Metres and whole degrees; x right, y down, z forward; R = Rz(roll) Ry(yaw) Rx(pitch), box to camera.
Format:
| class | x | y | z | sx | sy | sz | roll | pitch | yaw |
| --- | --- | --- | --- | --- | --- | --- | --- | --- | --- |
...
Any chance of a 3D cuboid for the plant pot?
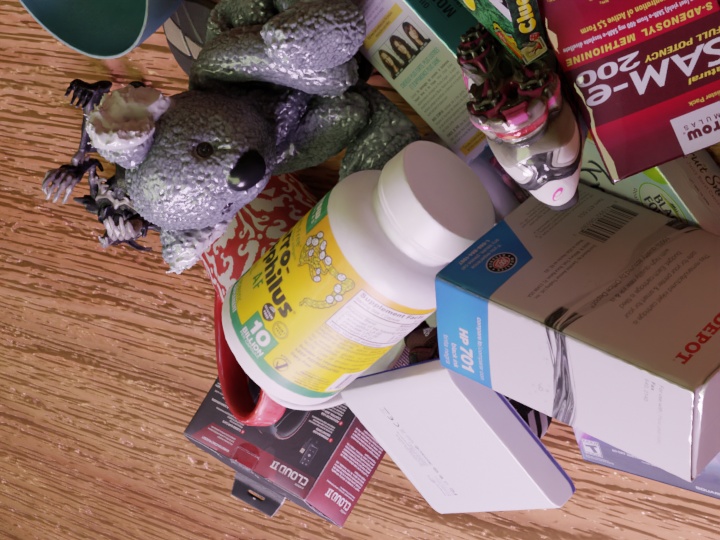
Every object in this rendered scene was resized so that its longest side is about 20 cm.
| class | x | y | z | sx | sy | sz | roll | pitch | yaw |
| --- | --- | --- | --- | --- | --- | --- | --- | --- | --- |
| plant pot | -0.189 | -0.286 | 1.452 | 0.200 | 0.135 | 0.200 | 31 | 141 | 29 |

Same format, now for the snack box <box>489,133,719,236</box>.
| class | x | y | z | sx | sy | sz | roll | pitch | yaw |
| --- | --- | --- | --- | --- | --- | --- | --- | --- | --- |
| snack box | 0.198 | -0.034 | 1.296 | 0.200 | 0.053 | 0.142 | 53 | 145 | -2 |

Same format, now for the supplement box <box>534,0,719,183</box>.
| class | x | y | z | sx | sy | sz | roll | pitch | yaw |
| --- | --- | --- | --- | --- | --- | --- | --- | --- | --- |
| supplement box | 0.169 | -0.168 | 1.160 | 0.109 | 0.061 | 0.200 | -21 | 108 | 18 |

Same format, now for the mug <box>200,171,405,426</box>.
| class | x | y | z | sx | sy | sz | roll | pitch | yaw |
| --- | --- | --- | --- | --- | --- | --- | --- | --- | --- |
| mug | -0.078 | 0.014 | 1.525 | 0.133 | 0.177 | 0.200 | 46 | -174 | -46 |

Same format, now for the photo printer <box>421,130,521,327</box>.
| class | x | y | z | sx | sy | sz | roll | pitch | yaw |
| --- | --- | --- | --- | --- | --- | --- | --- | --- | --- |
| photo printer | 0.093 | -0.012 | 1.425 | 0.200 | 0.069 | 0.166 | 51 | 146 | 1 |

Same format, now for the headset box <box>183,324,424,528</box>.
| class | x | y | z | sx | sy | sz | roll | pitch | yaw |
| --- | --- | --- | --- | --- | --- | --- | --- | --- | --- |
| headset box | -0.045 | 0.113 | 1.581 | 0.149 | 0.200 | 0.075 | 23 | 167 | 35 |

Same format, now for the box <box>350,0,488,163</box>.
| class | x | y | z | sx | sy | sz | roll | pitch | yaw |
| --- | --- | --- | --- | --- | --- | --- | --- | --- | --- |
| box | 0.039 | -0.176 | 1.326 | 0.200 | 0.049 | 0.082 | 47 | 148 | -1 |

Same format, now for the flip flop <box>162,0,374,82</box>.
| class | x | y | z | sx | sy | sz | roll | pitch | yaw |
| --- | --- | --- | --- | --- | --- | --- | --- | --- | --- |
| flip flop | -0.073 | -0.185 | 1.485 | 0.200 | 0.058 | 0.081 | 8 | 123 | 27 |

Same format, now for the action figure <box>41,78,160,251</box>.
| class | x | y | z | sx | sy | sz | roll | pitch | yaw |
| --- | --- | --- | --- | --- | --- | --- | --- | --- | --- |
| action figure | -0.237 | -0.081 | 1.729 | 0.119 | 0.102 | 0.200 | 20 | 134 | 22 |

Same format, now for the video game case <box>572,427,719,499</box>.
| class | x | y | z | sx | sy | sz | roll | pitch | yaw |
| --- | --- | --- | --- | --- | --- | --- | --- | --- | --- |
| video game case | 0.214 | 0.101 | 1.358 | 0.143 | 0.019 | 0.200 | 14 | 150 | 27 |

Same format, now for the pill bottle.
| class | x | y | z | sx | sy | sz | roll | pitch | yaw |
| --- | --- | --- | --- | --- | --- | --- | --- | --- | --- |
| pill bottle | 0.000 | 0.000 | 1.310 | 0.113 | 0.113 | 0.200 | 50 | 125 | 3 |

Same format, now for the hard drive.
| class | x | y | z | sx | sy | sz | roll | pitch | yaw |
| --- | --- | --- | --- | --- | --- | --- | --- | --- | --- |
| hard drive | 0.069 | 0.127 | 1.400 | 0.132 | 0.025 | 0.200 | 51 | 157 | -8 |

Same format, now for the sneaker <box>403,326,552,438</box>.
| class | x | y | z | sx | sy | sz | roll | pitch | yaw |
| --- | --- | --- | --- | --- | --- | --- | --- | --- | --- |
| sneaker | 0.075 | 0.047 | 1.374 | 0.115 | 0.076 | 0.200 | 23 | 136 | 36 |

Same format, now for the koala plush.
| class | x | y | z | sx | sy | sz | roll | pitch | yaw |
| --- | --- | --- | --- | --- | --- | --- | --- | --- | --- |
| koala plush | -0.094 | -0.101 | 1.354 | 0.184 | 0.200 | 0.177 | 30 | 156 | 48 |

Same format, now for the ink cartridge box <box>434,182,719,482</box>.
| class | x | y | z | sx | sy | sz | roll | pitch | yaw |
| --- | --- | --- | --- | --- | --- | --- | --- | --- | --- |
| ink cartridge box | 0.170 | 0.032 | 1.211 | 0.200 | 0.146 | 0.086 | 26 | 136 | 32 |

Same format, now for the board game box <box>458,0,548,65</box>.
| class | x | y | z | sx | sy | sz | roll | pitch | yaw |
| --- | --- | --- | --- | --- | --- | --- | --- | --- | --- |
| board game box | 0.054 | -0.222 | 1.189 | 0.200 | 0.023 | 0.105 | 52 | 171 | 44 |

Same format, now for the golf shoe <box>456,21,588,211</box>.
| class | x | y | z | sx | sy | sz | roll | pitch | yaw |
| --- | --- | --- | --- | --- | --- | --- | --- | --- | --- |
| golf shoe | 0.110 | -0.113 | 1.225 | 0.073 | 0.200 | 0.092 | -20 | 119 | 17 |
